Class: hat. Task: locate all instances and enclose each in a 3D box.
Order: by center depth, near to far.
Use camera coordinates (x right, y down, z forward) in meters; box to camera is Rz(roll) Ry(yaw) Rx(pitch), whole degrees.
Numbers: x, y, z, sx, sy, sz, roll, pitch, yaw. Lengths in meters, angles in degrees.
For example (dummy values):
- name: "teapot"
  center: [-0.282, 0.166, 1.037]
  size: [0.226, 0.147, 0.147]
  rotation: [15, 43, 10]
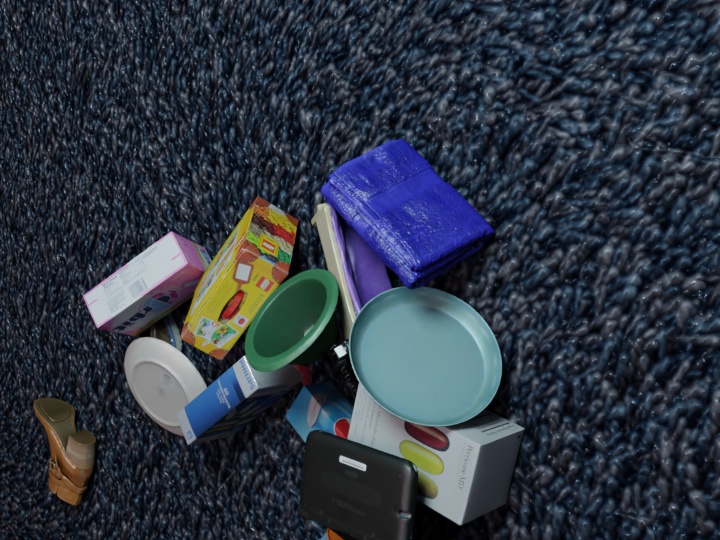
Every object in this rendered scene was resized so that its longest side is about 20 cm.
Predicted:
- name: "hat"
  center: [-0.050, 0.112, 1.266]
  size: [0.166, 0.176, 0.200]
  rotation: [-44, 29, 1]

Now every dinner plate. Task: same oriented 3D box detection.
- name: "dinner plate"
  center: [-0.338, 0.207, 1.552]
  size: [0.199, 0.024, 0.202]
  rotation: [16, 123, 26]

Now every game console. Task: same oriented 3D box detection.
- name: "game console"
  center: [0.023, 0.312, 1.187]
  size: [0.199, 0.116, 0.178]
  rotation: [7, 92, 45]

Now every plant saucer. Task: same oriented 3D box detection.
- name: "plant saucer"
  center: [0.080, 0.110, 1.141]
  size: [0.201, 0.199, 0.028]
  rotation: [55, 150, 24]

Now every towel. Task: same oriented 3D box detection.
- name: "towel"
  center: [0.060, -0.082, 1.170]
  size: [0.200, 0.147, 0.050]
  rotation: [49, 159, 26]

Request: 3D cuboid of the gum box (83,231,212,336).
- name: "gum box"
  center: [-0.349, 0.030, 1.492]
  size: [0.199, 0.113, 0.066]
  rotation: [-34, 70, 9]

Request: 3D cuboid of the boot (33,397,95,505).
- name: "boot"
  center: [-0.604, 0.362, 1.818]
  size: [0.199, 0.076, 0.157]
  rotation: [30, 116, 28]

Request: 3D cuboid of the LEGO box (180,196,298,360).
- name: "LEGO box"
  center: [-0.183, 0.011, 1.372]
  size: [0.200, 0.077, 0.150]
  rotation: [-50, 20, 31]

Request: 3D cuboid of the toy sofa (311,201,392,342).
- name: "toy sofa"
  center: [0.000, 0.000, 1.238]
  size: [0.098, 0.082, 0.202]
  rotation: [134, 122, -71]

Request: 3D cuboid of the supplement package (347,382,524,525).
- name: "supplement package"
  center: [0.094, 0.225, 1.175]
  size: [0.199, 0.109, 0.115]
  rotation: [21, 107, 38]

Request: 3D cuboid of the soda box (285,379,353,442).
- name: "soda box"
  center: [-0.020, 0.255, 1.305]
  size: [0.200, 0.064, 0.068]
  rotation: [47, 121, 28]

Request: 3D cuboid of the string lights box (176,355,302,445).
- name: "string lights box"
  center: [-0.193, 0.200, 1.424]
  size: [0.200, 0.102, 0.059]
  rotation: [-40, 67, 35]

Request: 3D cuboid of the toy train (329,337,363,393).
- name: "toy train"
  center: [-0.006, 0.130, 1.231]
  size: [0.046, 0.200, 0.034]
  rotation: [-30, 70, -5]

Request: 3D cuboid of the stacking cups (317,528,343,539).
- name: "stacking cups"
  center: [-0.040, 0.408, 1.341]
  size: [0.061, 0.060, 0.201]
  rotation: [48, 117, 28]

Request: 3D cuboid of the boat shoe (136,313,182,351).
- name: "boat shoe"
  center: [-0.383, 0.068, 1.600]
  size: [0.072, 0.072, 0.201]
  rotation: [-45, 65, 33]
